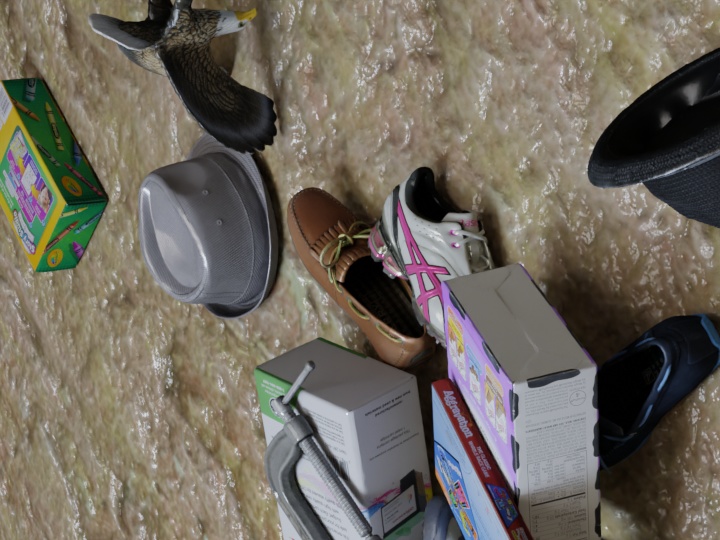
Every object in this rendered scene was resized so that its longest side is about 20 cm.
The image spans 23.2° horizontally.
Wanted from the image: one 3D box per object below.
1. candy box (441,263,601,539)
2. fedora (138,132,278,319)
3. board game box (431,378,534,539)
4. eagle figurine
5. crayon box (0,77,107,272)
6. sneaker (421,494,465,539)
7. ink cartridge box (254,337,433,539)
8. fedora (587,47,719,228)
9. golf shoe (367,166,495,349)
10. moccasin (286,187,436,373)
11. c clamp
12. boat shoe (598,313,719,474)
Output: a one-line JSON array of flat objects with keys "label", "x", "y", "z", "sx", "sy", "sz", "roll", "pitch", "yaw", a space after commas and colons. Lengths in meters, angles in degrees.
[{"label": "candy box", "x": 0.126, "y": 0.124, "z": 1.374, "sx": 0.168, "sy": 0.071, "sz": 0.202, "roll": -120, "pitch": 21, "yaw": -58}, {"label": "fedora", "x": -0.167, "y": -0.044, "z": 1.776, "sx": 0.177, "sy": 0.090, "sz": 0.201, "roll": -38, "pitch": 67, "yaw": 47}, {"label": "board game box", "x": 0.095, "y": 0.185, "z": 1.358, "sx": 0.201, "sy": 0.019, "sz": 0.104, "roll": -116, "pitch": 18, "yaw": -51}, {"label": "eagle figurine", "x": -0.163, "y": -0.209, "z": 1.676, "sx": 0.149, "sy": 0.152, "sz": 0.201, "roll": 3, "pitch": 135, "yaw": 11}, {"label": "crayon box", "x": -0.377, "y": -0.112, "z": 2.051, "sx": 0.201, "sy": 0.058, "sz": 0.119, "roll": 58, "pitch": 136, "yaw": 27}, {"label": "sneaker", "x": 0.112, "y": 0.288, "z": 1.521, "sx": 0.082, "sy": 0.070, "sz": 0.202, "roll": -17, "pitch": 86, "yaw": 34}, {"label": "ink cartridge box", "x": -0.010, "y": 0.181, "z": 1.594, "sx": 0.144, "sy": 0.084, "sz": 0.202, "roll": 19, "pitch": 125, "yaw": 48}, {"label": "fedora", "x": 0.258, "y": -0.086, "z": 1.217, "sx": 0.200, "sy": 0.201, "sz": 0.092, "roll": -17, "pitch": 114, "yaw": 51}, {"label": "golf shoe", "x": 0.078, "y": -0.002, "z": 1.493, "sx": 0.200, "sy": 0.072, "sz": 0.093, "roll": 51, "pitch": 131, "yaw": 33}, {"label": "moccasin", "x": -0.001, "y": 0.001, "z": 1.580, "sx": 0.202, "sy": 0.073, "sz": 0.078, "roll": 59, "pitch": 161, "yaw": 27}, {"label": "c clamp", "x": -0.030, "y": 0.200, "z": 1.531, "sx": 0.201, "sy": 0.027, "sz": 0.171, "roll": 58, "pitch": 145, "yaw": 11}, {"label": "boat shoe", "x": 0.197, "y": 0.093, "z": 1.363, "sx": 0.084, "sy": 0.068, "sz": 0.201, "roll": 57, "pitch": 138, "yaw": 25}]
